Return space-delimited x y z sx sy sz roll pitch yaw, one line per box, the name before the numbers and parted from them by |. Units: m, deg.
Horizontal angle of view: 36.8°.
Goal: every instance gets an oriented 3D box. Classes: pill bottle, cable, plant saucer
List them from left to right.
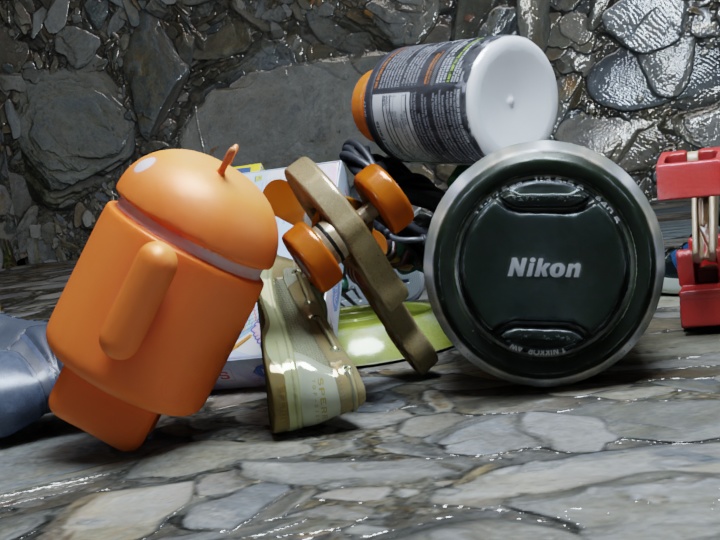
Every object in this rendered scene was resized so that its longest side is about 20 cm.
plant saucer | -0.004 0.055 0.977 0.196 0.032 0.200 -7 4 0
cable | 0.055 -0.048 0.992 0.199 0.051 0.163 18 25 -52
pill bottle | 0.072 -0.148 0.959 0.105 0.108 0.199 -10 12 -32

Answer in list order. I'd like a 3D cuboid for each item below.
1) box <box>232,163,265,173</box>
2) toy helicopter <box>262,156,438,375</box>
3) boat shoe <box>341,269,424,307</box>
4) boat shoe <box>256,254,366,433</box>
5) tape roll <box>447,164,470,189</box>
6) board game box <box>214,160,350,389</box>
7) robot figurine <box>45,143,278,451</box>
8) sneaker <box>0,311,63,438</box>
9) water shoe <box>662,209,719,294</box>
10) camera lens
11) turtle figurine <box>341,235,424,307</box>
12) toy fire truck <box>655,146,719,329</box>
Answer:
box | -0.098 -0.015 1.071 0.063 0.071 0.201 -5 -33 13
toy helicopter | 0.000 0.000 0.772 0.079 0.201 0.132 -39 38 -9
boat shoe | -0.028 0.026 1.208 0.196 0.075 0.067 2 -12 -3
boat shoe | -0.038 0.043 0.751 0.062 0.074 0.201 -7 21 -5
tape roll | 0.173 -0.043 1.015 0.048 0.199 0.200 -52 -4 -5
board game box | -0.112 0.005 0.902 0.196 0.202 0.041 -5 -39 14
robot figurine | -0.125 0.010 0.693 0.116 0.202 0.143 31 6 36
sneaker | -0.244 0.058 0.830 0.144 0.078 0.202 -19 27 -22
water shoe | 0.347 -0.020 1.049 0.071 0.080 0.199 -9 5 -31
camera lens | 0.129 -0.011 0.783 0.157 0.163 0.200 -6 5 8
turtle figurine | 0.022 -0.010 1.068 0.147 0.103 0.199 -1 -13 27
toy fire truck | 0.280 -0.028 0.875 0.048 0.144 0.200 -4 6 23
